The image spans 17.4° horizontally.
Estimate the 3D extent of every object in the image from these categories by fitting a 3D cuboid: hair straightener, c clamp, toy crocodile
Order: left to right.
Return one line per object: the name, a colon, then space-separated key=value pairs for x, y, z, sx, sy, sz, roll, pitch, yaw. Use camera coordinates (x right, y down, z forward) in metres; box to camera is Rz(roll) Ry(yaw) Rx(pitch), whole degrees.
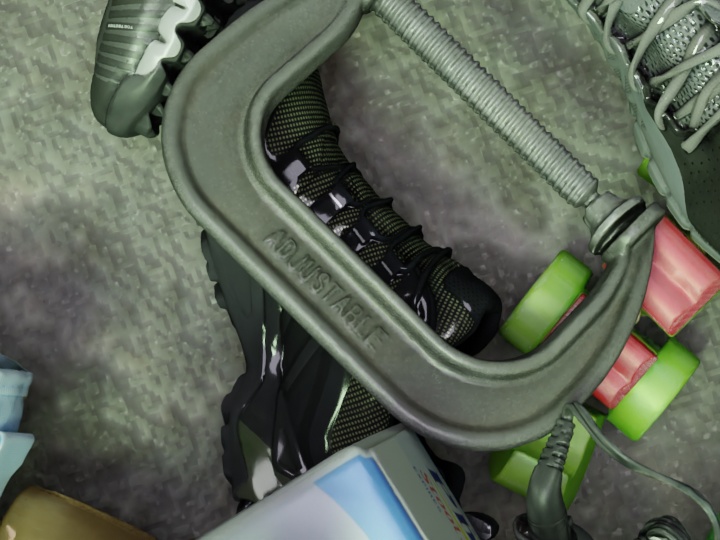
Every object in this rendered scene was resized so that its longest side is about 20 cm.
c clamp: x=0.027 y=-0.045 z=0.791 sx=0.171 sy=0.027 sz=0.200 roll=-37 pitch=81 yaw=-23
hair straightener: x=0.100 y=0.126 z=0.799 sx=0.077 sy=0.041 sz=0.201 roll=-11 pitch=119 yaw=7
toy crocodile: x=0.111 y=-0.004 z=0.829 sx=0.067 sy=0.062 sz=0.200 roll=39 pitch=94 yaw=4

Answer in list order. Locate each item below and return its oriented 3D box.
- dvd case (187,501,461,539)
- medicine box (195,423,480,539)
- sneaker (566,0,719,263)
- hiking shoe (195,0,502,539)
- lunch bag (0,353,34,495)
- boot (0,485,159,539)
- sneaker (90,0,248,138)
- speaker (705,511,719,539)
dvd case: x=-0.042 y=0.171 z=0.869 sx=0.199 sy=0.016 sz=0.149 roll=-16 pitch=89 yaw=5
medicine box: x=-0.026 y=0.177 z=0.746 sx=0.200 sy=0.103 sz=0.183 roll=-33 pitch=84 yaw=10
sneaker: x=0.086 y=-0.082 z=0.766 sx=0.075 sy=0.115 sz=0.201 roll=-43 pitch=50 yaw=27
hiking shoe: x=0.000 y=0.000 z=0.827 sx=0.100 sy=0.076 sz=0.201 roll=-7 pitch=90 yaw=13
lunch bag: x=-0.222 y=0.076 z=0.813 sx=0.199 sy=0.127 sz=0.170 roll=23 pitch=94 yaw=22
boot: x=-0.058 y=0.193 z=0.836 sx=0.199 sy=0.066 sz=0.176 roll=21 pitch=87 yaw=6
sneaker: x=-0.071 y=-0.148 z=0.845 sx=0.090 sy=0.066 sz=0.201 roll=20 pitch=89 yaw=8
speaker: x=0.217 y=0.129 z=0.810 sx=0.199 sy=0.088 sz=0.089 roll=29 pitch=93 yaw=4
